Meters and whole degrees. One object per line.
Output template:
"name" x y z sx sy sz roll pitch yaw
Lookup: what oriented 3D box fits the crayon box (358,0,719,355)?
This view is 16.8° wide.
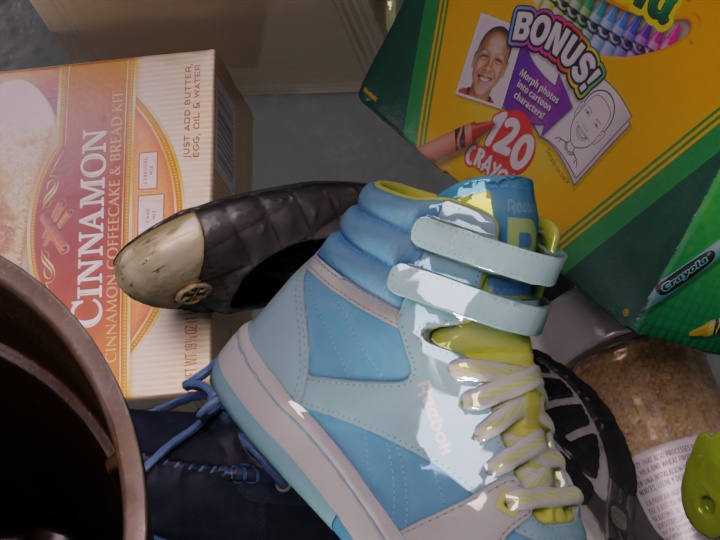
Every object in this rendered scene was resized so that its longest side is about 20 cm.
"crayon box" 0.093 -0.070 0.933 0.200 0.058 0.119 43 112 46

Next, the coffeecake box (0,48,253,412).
"coffeecake box" -0.149 -0.002 1.033 0.199 0.073 0.154 -5 68 11

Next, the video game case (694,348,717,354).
"video game case" 0.166 -0.085 0.914 0.200 0.018 0.143 -47 47 28

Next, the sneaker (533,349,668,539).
"sneaker" 0.065 0.104 0.893 0.081 0.074 0.200 -47 54 27

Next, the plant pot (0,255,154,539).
"plant pot" -0.134 0.114 0.724 0.200 0.198 0.201 -4 66 10

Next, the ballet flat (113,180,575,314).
"ballet flat" 0.000 0.000 0.961 0.199 0.066 0.057 -1 65 -25

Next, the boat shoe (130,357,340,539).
"boat shoe" -0.040 0.071 0.935 0.069 0.199 0.084 -67 29 14

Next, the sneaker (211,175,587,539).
"sneaker" 0.046 0.044 0.823 0.200 0.079 0.131 42 107 27

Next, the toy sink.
"toy sink" -0.029 -0.157 1.051 0.199 0.112 0.131 0 68 13

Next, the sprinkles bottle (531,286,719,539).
"sprinkles bottle" 0.125 0.100 0.933 0.068 0.068 0.201 -20 65 4

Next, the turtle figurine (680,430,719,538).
"turtle figurine" 0.192 0.069 0.913 0.161 0.064 0.200 -18 72 -40
